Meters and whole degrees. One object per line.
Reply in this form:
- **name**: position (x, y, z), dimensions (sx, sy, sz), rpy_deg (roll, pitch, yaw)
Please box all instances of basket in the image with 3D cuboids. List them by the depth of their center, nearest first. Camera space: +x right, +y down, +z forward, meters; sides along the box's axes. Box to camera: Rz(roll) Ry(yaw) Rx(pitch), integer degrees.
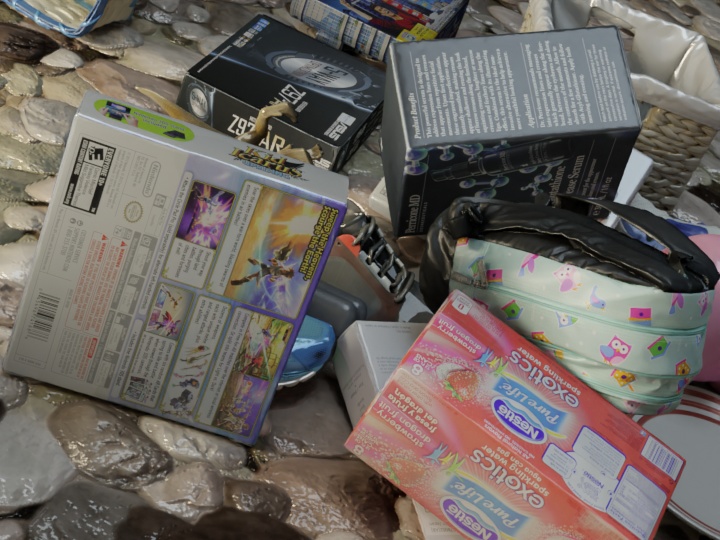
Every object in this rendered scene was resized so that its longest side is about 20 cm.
- **basket**: position (-0.293, -0.303, 1.477), dimensions (0.175, 0.140, 0.200), rpy_deg (33, 22, 14)
- **basket**: position (0.241, -0.167, 1.607), dimensions (0.196, 0.162, 0.201), rpy_deg (19, 31, -8)

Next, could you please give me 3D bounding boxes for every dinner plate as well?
- **dinner plate**: position (0.284, 0.160, 1.259), dimensions (0.198, 0.024, 0.201), rpy_deg (17, 32, -11)

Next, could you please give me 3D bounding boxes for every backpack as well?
- **backpack**: position (0.159, 0.021, 1.156), dimensions (0.199, 0.128, 0.166), rpy_deg (22, 23, 35)

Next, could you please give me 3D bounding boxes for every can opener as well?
- **can opener**: position (-0.083, -0.015, 1.227), dimensions (0.198, 0.067, 0.053), rpy_deg (24, 10, 15)

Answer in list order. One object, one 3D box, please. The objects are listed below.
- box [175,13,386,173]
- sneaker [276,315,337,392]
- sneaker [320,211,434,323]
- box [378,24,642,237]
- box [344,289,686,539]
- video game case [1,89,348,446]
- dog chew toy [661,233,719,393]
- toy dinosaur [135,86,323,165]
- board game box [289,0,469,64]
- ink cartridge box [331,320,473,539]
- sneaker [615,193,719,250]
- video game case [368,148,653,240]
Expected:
- **box**: position (-0.066, -0.165, 1.511), dimensions (0.159, 0.044, 0.200), rpy_deg (26, 30, 6)
- **sneaker**: position (-0.106, 0.018, 1.148), dimensions (0.198, 0.090, 0.079), rpy_deg (22, 30, -10)
- **sneaker**: position (0.000, 0.000, 1.258), dimensions (0.198, 0.082, 0.077), rpy_deg (25, 30, 3)
- **box**: position (0.122, -0.117, 1.364), dimensions (0.198, 0.149, 0.108), rpy_deg (-5, 63, -5)
- **box**: position (0.104, 0.124, 1.078), dimensions (0.199, 0.095, 0.103), rpy_deg (36, 41, 2)
- **video game case**: position (-0.123, 0.003, 1.052), dimensions (0.180, 0.201, 0.046), rpy_deg (18, 28, -9)
- **dog chew toy**: position (0.328, 0.055, 1.360), dimensions (0.199, 0.125, 0.125), rpy_deg (31, 26, -23)
- **toy dinosaur**: position (-0.090, -0.087, 1.261), dimensions (0.200, 0.100, 0.059), rpy_deg (49, 21, -53)
- **board game box**: position (-0.003, -0.285, 1.726), dimensions (0.198, 0.062, 0.200), rpy_deg (26, 30, 7)
- **ink cartridge box**: position (0.079, 0.130, 1.163), dimensions (0.159, 0.050, 0.201), rpy_deg (4, 52, -30)
- **sneaker**: position (0.274, -0.025, 1.501), dimensions (0.115, 0.081, 0.200), rpy_deg (-9, 50, -48)
- **video game case**: position (0.137, -0.079, 1.442), dimensions (0.199, 0.024, 0.183), rpy_deg (30, 65, 13)
